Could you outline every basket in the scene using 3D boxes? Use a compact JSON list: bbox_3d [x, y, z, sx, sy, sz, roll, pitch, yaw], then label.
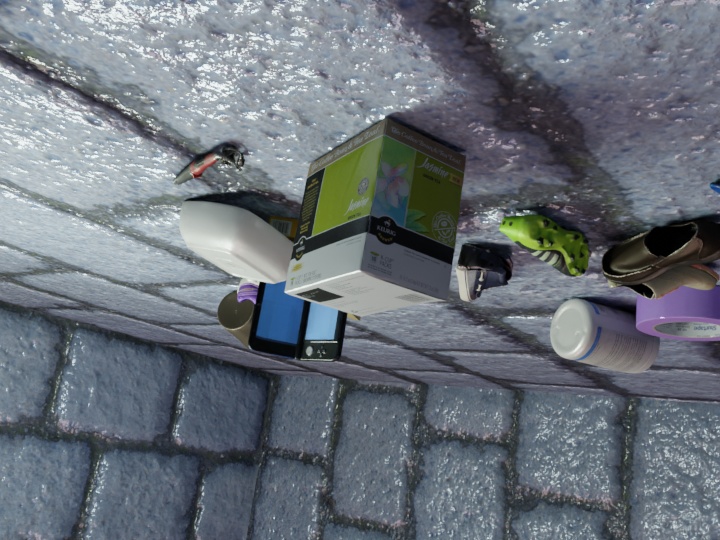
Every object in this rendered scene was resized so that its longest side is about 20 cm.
[{"bbox_3d":[-0.313,0.143,1.903,0.179,0.137,0.200,-1,159,19],"label":"basket"}]

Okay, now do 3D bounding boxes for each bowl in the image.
[{"bbox_3d":[-0.215,-0.042,1.187,0.199,0.075,0.200,9,161,38],"label":"bowl"}]

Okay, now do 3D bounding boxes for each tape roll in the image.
[{"bbox_3d":[0.643,0.085,1.294,0.199,0.066,0.200,8,164,2],"label":"tape roll"}]

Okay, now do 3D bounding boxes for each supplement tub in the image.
[{"bbox_3d":[0.526,0.143,1.440,0.199,0.133,0.132,16,163,-21],"label":"supplement tub"}]

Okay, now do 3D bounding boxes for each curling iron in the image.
[{"bbox_3d":[-0.235,-0.149,0.996,0.049,0.026,0.199,24,159,-36],"label":"curling iron"}]

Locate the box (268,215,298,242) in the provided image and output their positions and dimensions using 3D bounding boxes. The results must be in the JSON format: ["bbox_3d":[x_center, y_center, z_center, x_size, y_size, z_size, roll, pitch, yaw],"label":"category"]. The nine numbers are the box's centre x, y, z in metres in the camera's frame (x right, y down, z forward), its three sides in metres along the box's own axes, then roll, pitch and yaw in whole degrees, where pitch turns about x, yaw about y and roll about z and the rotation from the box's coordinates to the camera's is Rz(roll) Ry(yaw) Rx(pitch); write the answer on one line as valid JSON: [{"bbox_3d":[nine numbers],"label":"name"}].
[{"bbox_3d":[-0.107,-0.046,1.275,0.118,0.042,0.200,8,162,2],"label":"box"}]

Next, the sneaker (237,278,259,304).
[{"bbox_3d":[-0.215,0.084,1.673,0.199,0.084,0.081,21,167,-8],"label":"sneaker"}]

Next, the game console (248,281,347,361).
[{"bbox_3d":[-0.126,0.084,1.420,0.170,0.201,0.118,-5,160,39],"label":"game console"}]

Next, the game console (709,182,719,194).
[{"bbox_3d":[0.560,-0.093,0.788,0.199,0.119,0.171,17,131,-30],"label":"game console"}]

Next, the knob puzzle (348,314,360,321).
[{"bbox_3d":[-0.108,0.057,1.642,0.218,0.031,0.220,22,167,5],"label":"knob puzzle"}]

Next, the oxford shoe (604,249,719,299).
[{"bbox_3d":[0.498,0.017,1.107,0.199,0.074,0.071,10,165,-4],"label":"oxford shoe"}]

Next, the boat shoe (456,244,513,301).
[{"bbox_3d":[0.235,0.016,1.241,0.092,0.075,0.200,12,166,18],"label":"boat shoe"}]

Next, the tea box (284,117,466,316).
[{"bbox_3d":[0.016,-0.058,0.865,0.133,0.198,0.200,18,163,-29],"label":"tea box"}]

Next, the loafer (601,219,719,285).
[{"bbox_3d":[0.433,-0.036,0.982,0.071,0.073,0.200,23,152,-27],"label":"loafer"}]

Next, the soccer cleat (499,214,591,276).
[{"bbox_3d":[0.294,-0.044,1.045,0.199,0.068,0.081,24,176,-43],"label":"soccer cleat"}]
